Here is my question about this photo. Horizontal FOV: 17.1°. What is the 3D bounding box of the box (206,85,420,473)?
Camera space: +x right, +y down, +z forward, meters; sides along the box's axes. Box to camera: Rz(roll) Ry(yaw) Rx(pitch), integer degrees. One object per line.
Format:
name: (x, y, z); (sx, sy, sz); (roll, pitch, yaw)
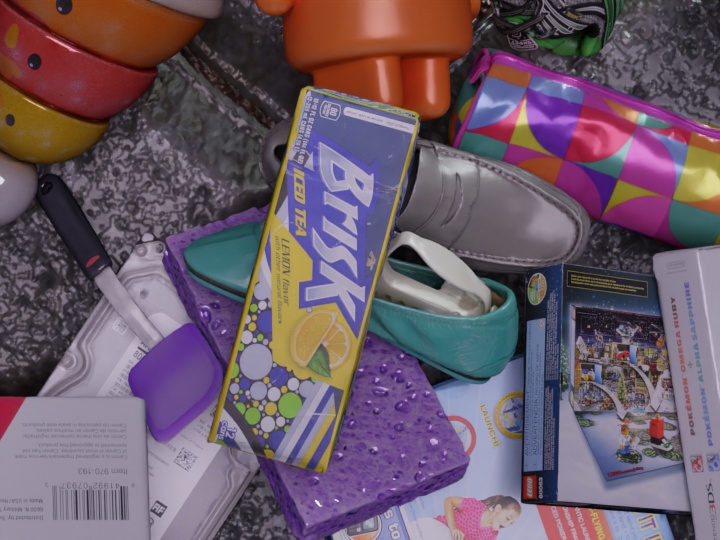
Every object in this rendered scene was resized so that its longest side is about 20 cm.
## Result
box: (-0.024, 0.003, 1.310); (0.070, 0.064, 0.201); (15, 97, 1)

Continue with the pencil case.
pencil case: (0.152, -0.073, 1.448); (0.199, 0.088, 0.089); (16, 86, -4)

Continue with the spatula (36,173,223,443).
spatula: (-0.142, 0.014, 1.411); (0.056, 0.021, 0.200); (-39, 64, 7)

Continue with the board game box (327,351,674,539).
board game box: (0.082, 0.159, 1.443); (0.195, 0.056, 0.201); (-19, 88, -5)

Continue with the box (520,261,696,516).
box: (0.186, 0.075, 1.415); (0.199, 0.038, 0.137); (8, 79, -32)

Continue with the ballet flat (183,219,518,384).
ballet flat: (0.000, 0.000, 1.372); (0.199, 0.067, 0.071); (20, 117, -4)

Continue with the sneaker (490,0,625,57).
sneaker: (0.103, -0.174, 1.404); (0.078, 0.200, 0.086); (14, 89, 37)

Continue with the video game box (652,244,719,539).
video game box: (0.272, 0.069, 1.422); (0.199, 0.047, 0.183); (-7, 90, -34)

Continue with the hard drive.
hard drive: (-0.127, 0.097, 1.441); (0.139, 0.038, 0.200); (34, 84, -2)

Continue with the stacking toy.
stacking toy: (-0.181, -0.113, 1.417); (0.146, 0.146, 0.201); (26, 101, -2)

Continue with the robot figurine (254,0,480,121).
robot figurine: (0.006, -0.187, 1.425); (0.143, 0.117, 0.201); (-4, 87, -3)

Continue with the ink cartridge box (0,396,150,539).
ink cartridge box: (-0.192, 0.176, 1.335); (0.144, 0.083, 0.201); (2, 71, -15)

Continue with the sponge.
sponge: (-0.027, 0.052, 1.398); (0.111, 0.030, 0.201); (-18, 66, -22)

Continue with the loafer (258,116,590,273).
loafer: (0.037, -0.041, 1.391); (0.199, 0.070, 0.070); (13, 94, 1)
